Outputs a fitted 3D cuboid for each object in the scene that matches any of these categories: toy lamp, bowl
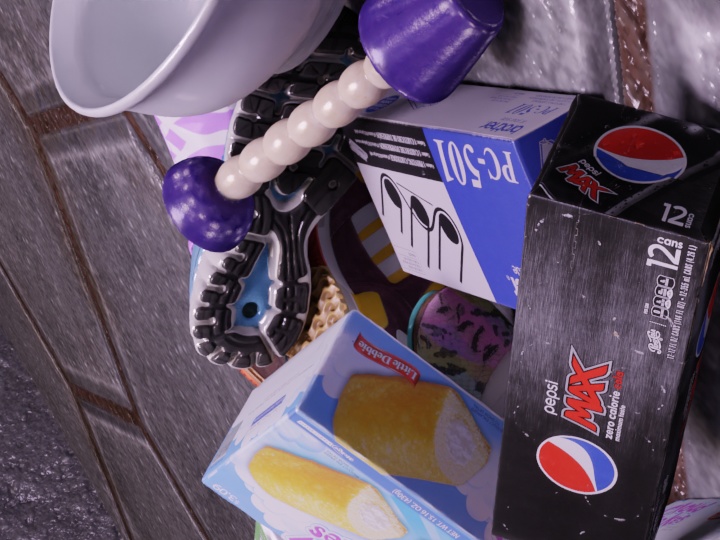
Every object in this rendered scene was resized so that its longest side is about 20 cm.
[{"bbox_3d":[-0.015,-0.074,0.833,0.200,0.058,0.058,-35,81,38],"label":"toy lamp"},{"bbox_3d":[-0.063,-0.153,0.869,0.090,0.201,0.201,21,-173,-32],"label":"bowl"}]

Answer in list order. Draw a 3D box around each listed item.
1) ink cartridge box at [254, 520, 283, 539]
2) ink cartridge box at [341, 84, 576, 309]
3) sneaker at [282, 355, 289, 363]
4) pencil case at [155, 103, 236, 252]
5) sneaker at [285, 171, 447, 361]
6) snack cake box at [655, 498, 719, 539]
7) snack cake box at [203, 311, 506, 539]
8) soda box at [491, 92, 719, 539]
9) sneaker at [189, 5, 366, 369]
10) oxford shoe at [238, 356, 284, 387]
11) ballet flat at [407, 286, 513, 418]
[{"bbox_3d":[0.010,0.184,1.146,0.084,0.146,0.200,58,162,19],"label":"ink cartridge box"},{"bbox_3d":[0.058,-0.035,0.841,0.094,0.044,0.200,66,163,-16],"label":"ink cartridge box"},{"bbox_3d":[-0.021,0.049,1.090,0.200,0.079,0.075,34,169,43],"label":"sneaker"},{"bbox_3d":[-0.097,-0.108,1.092,0.084,0.085,0.200,-125,12,-66],"label":"pencil case"},{"bbox_3d":[0.000,0.000,1.025,0.075,0.090,0.200,-47,39,37],"label":"sneaker"},{"bbox_3d":[0.183,0.202,0.799,0.200,0.067,0.115,63,165,0],"label":"snack cake box"},{"bbox_3d":[0.036,0.120,0.902,0.200,0.067,0.115,36,144,-10],"label":"snack cake box"},{"bbox_3d":[0.098,0.032,0.714,0.071,0.063,0.200,16,136,14],"label":"soda box"},{"bbox_3d":[-0.053,-0.053,0.969,0.200,0.078,0.090,-67,26,16],"label":"sneaker"},{"bbox_3d":[-0.036,0.061,1.272,0.200,0.071,0.073,57,134,28],"label":"oxford shoe"},{"bbox_3d":[0.080,0.088,0.952,0.071,0.069,0.200,24,147,36],"label":"ballet flat"}]
